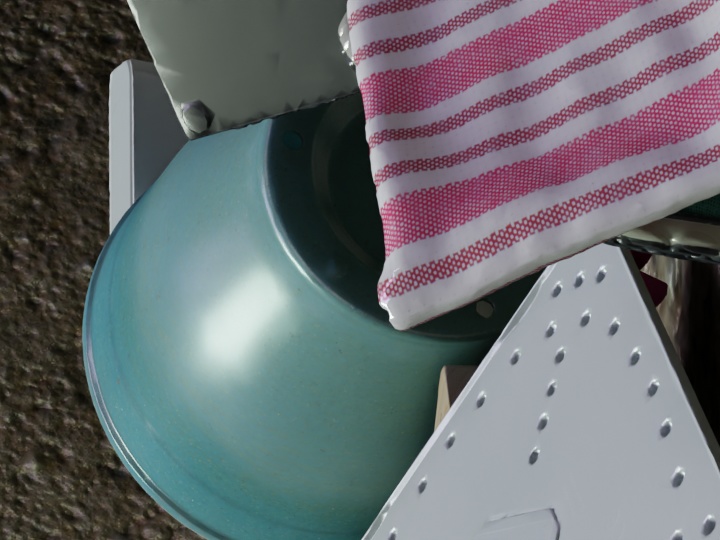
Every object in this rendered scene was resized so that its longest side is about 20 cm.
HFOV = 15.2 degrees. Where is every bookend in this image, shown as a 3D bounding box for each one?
[{"bbox_3d":[-0.021,-0.182,0.984,0.200,0.092,0.199,-44,-65,-54],"label":"bookend"}]

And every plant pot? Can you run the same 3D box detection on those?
[{"bbox_3d":[0.000,0.000,1.109,0.188,0.199,0.201,125,146,-62],"label":"plant pot"}]

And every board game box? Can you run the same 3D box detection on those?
[{"bbox_3d":[0.053,0.108,0.859,0.200,0.026,0.200,-58,24,23],"label":"board game box"}]

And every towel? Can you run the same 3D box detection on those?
[{"bbox_3d":[0.056,-0.089,0.779,0.030,0.146,0.201,40,-148,-42],"label":"towel"}]

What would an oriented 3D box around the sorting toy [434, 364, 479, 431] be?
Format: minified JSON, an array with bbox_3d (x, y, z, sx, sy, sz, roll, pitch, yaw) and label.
[{"bbox_3d":[0.066,0.174,1.006,0.199,0.069,0.201,-97,9,-51],"label":"sorting toy"}]

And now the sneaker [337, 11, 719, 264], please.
[{"bbox_3d":[0.060,-0.063,0.818,0.200,0.077,0.080,44,115,44],"label":"sneaker"}]

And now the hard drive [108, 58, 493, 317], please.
[{"bbox_3d":[-0.021,-0.019,1.258,0.026,0.199,0.132,-27,60,55],"label":"hard drive"}]
